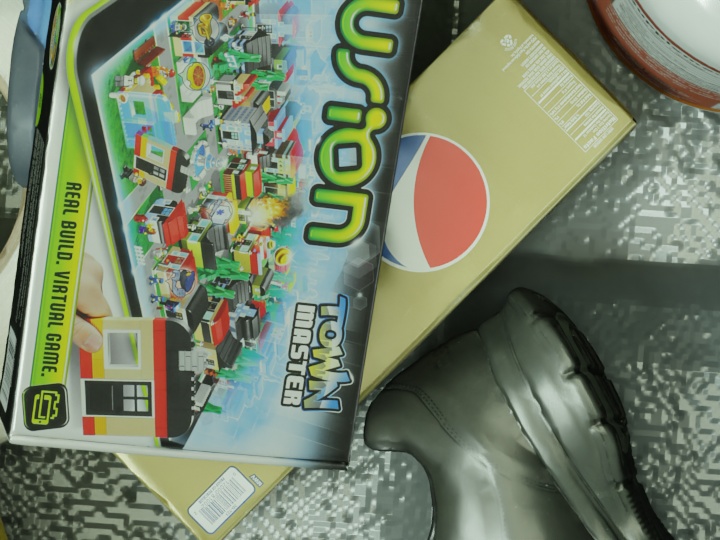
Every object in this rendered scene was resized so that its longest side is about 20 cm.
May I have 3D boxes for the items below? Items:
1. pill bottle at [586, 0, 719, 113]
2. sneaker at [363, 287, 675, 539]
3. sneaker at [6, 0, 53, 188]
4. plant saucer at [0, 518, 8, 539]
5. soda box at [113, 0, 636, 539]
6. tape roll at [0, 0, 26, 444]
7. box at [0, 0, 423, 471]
[{"bbox_3d":[0.130,-0.110,0.825,0.112,0.200,0.113,0,89,0],"label":"pill bottle"},{"bbox_3d":[0.070,0.110,0.895,0.091,0.076,0.201,-27,82,10],"label":"sneaker"},{"bbox_3d":[-0.054,-0.109,0.863,0.078,0.066,0.201,17,63,7],"label":"sneaker"},{"bbox_3d":[-0.221,0.085,0.843,0.199,0.048,0.201,-22,82,3],"label":"plant saucer"},{"bbox_3d":[0.000,0.000,0.891,0.200,0.068,0.064,-44,89,0],"label":"soda box"},{"bbox_3d":[-0.163,-0.032,0.909,0.202,0.037,0.204,0,89,0],"label":"tape roll"},{"bbox_3d":[-0.043,-0.043,0.808,0.110,0.035,0.201,5,102,-15],"label":"box"}]
